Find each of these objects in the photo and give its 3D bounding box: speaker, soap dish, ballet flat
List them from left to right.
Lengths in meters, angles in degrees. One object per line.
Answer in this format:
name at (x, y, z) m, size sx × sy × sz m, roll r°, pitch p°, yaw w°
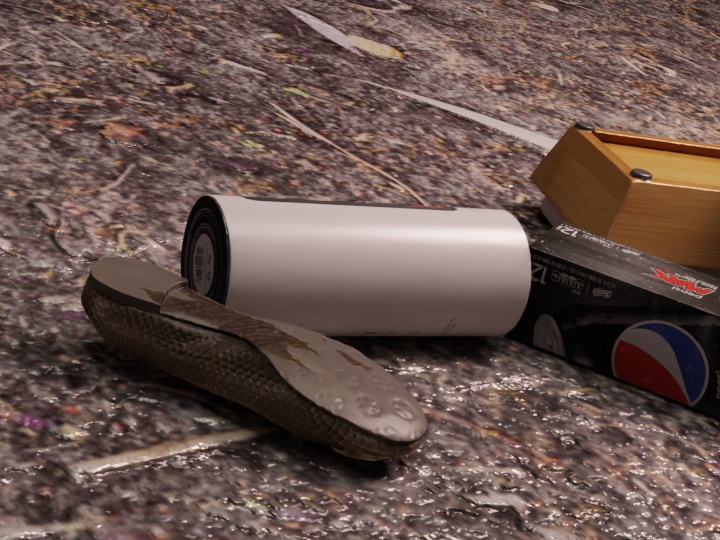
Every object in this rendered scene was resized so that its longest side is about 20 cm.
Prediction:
ballet flat at (-0.059, 0.052, 0.723) m, size 0.199 × 0.047 × 0.067 m, roll 24°, pitch 24°, yaw 12°
speaker at (0.000, 0.000, 0.825) m, size 0.199 × 0.082 × 0.081 m, roll 1°, pitch 24°, yaw -26°
soap dish at (0.251, -0.050, 1.088) m, size 0.198 × 0.082 × 0.158 m, roll 6°, pitch 23°, yaw -16°

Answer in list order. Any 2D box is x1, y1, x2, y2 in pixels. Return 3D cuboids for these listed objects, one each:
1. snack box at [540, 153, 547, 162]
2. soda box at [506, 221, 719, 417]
snack box at (0.258, -0.069, 1.216) m, size 0.198 × 0.024 × 0.072 m, roll 5°, pitch 22°, yaw -19°
soda box at (0.196, 0.037, 0.866) m, size 0.199 × 0.064 × 0.071 m, roll 21°, pitch 23°, yaw 20°
